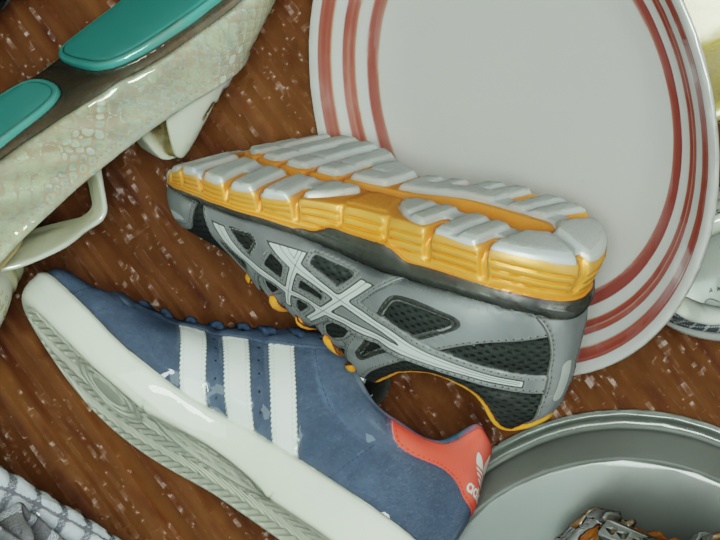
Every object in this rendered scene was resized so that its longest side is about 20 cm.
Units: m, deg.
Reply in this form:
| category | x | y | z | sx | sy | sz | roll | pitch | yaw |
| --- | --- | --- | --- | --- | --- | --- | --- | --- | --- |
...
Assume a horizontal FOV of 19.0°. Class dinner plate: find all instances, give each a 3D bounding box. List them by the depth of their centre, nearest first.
| category | x | y | z | sx | sy | sz | roll | pitch | yaw |
| --- | --- | --- | --- | --- | --- | --- | --- | --- | --- |
| dinner plate | 0.055 | -0.059 | 0.784 | 0.200 | 0.024 | 0.200 | 21 | 120 | 43 |

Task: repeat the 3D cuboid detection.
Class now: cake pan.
| category | x | y | z | sx | sy | sz | roll | pitch | yaw |
| --- | --- | --- | --- | --- | --- | --- | --- | --- | --- |
| cake pan | 0.103 | 0.155 | 0.828 | 0.200 | 0.037 | 0.200 | 0 | 92 | 9 |

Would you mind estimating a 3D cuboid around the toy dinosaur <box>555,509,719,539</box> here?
| category | x | y | z | sx | sy | sz | roll | pitch | yaw |
| --- | --- | --- | --- | --- | --- | --- | --- | --- | --- |
| toy dinosaur | 0.142 | 0.140 | 0.715 | 0.102 | 0.200 | 0.136 | -39 | 121 | 2 |

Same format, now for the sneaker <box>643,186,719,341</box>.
| category | x | y | z | sx | sy | sz | roll | pitch | yaw |
| --- | --- | --- | --- | --- | --- | --- | --- | --- | --- |
| sneaker | 0.200 | -0.013 | 0.783 | 0.200 | 0.081 | 0.076 | -16 | 88 | 8 |

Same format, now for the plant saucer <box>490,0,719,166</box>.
| category | x | y | z | sx | sy | sz | roll | pitch | yaw |
| --- | --- | --- | --- | --- | --- | --- | --- | --- | --- |
| plant saucer | 0.131 | -0.163 | 0.803 | 0.200 | 0.048 | 0.200 | -23 | 90 | 9 |

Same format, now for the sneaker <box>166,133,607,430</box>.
| category | x | y | z | sx | sy | sz | roll | pitch | yaw |
| --- | --- | --- | --- | --- | --- | --- | --- | --- | --- |
| sneaker | 0.000 | 0.000 | 0.792 | 0.200 | 0.078 | 0.077 | 21 | 119 | 42 |

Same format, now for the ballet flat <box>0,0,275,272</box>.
| category | x | y | z | sx | sy | sz | roll | pitch | yaw |
| --- | --- | --- | --- | --- | --- | --- | --- | --- | --- |
| ballet flat | -0.102 | -0.056 | 0.828 | 0.200 | 0.067 | 0.062 | -36 | 122 | -15 |

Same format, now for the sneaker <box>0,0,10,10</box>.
| category | x | y | z | sx | sy | sz | roll | pitch | yaw |
| --- | --- | --- | --- | --- | --- | --- | --- | --- | --- |
| sneaker | -0.145 | -0.132 | 0.839 | 0.090 | 0.066 | 0.200 | 18 | 93 | 10 |

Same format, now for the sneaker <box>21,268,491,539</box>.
| category | x | y | z | sx | sy | sz | roll | pitch | yaw |
| --- | --- | --- | --- | --- | --- | --- | --- | --- | --- |
| sneaker | -0.038 | 0.045 | 0.836 | 0.200 | 0.075 | 0.085 | 33 | 70 | 15 |

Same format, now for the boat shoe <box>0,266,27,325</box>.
| category | x | y | z | sx | sy | sz | roll | pitch | yaw |
| --- | --- | --- | --- | --- | --- | --- | --- | --- | --- |
| boat shoe | -0.235 | -0.010 | 0.849 | 0.200 | 0.072 | 0.065 | 16 | 64 | 3 |

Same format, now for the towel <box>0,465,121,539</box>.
| category | x | y | z | sx | sy | sz | roll | pitch | yaw |
| --- | --- | --- | --- | --- | --- | --- | --- | --- | --- |
| towel | -0.160 | 0.180 | 0.817 | 0.166 | 0.086 | 0.200 | 38 | 98 | -28 |
